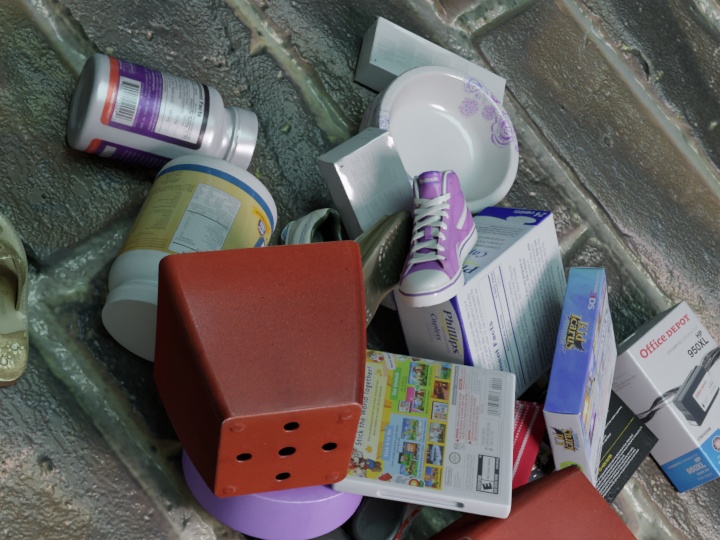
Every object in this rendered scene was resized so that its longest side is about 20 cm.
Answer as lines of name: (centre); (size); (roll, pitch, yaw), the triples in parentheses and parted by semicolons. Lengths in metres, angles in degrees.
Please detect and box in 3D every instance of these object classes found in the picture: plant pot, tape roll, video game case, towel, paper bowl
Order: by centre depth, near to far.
plant pot: (-0.089, 0.107, 1.398); (0.199, 0.200, 0.176); (-5, 49, -15)
video game case: (0.071, 0.168, 1.504); (0.182, 0.023, 0.200); (9, 40, 0)
tape roll: (-0.086, 0.188, 1.509); (0.200, 0.066, 0.200); (9, 41, -8)
plant pot: (0.192, 0.329, 1.545); (0.176, 0.200, 0.200); (-38, 89, -30)
towel: (0.112, 0.203, 1.623); (0.200, 0.145, 0.022); (9, 21, -18)
video game case: (0.258, 0.128, 1.661); (0.045, 0.181, 0.200); (4, 54, 17)
paper bowl: (0.091, -0.149, 1.795); (0.200, 0.104, 0.201); (9, 68, -22)

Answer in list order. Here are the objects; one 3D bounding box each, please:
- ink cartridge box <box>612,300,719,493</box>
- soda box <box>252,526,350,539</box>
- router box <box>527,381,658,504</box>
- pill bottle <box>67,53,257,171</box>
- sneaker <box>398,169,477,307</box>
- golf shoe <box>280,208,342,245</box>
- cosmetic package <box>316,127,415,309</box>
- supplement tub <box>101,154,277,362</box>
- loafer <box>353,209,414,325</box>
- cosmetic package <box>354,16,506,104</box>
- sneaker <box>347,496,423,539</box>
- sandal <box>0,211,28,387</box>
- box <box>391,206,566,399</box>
ink cartridge box: (0.418, 0.162, 1.850); (0.145, 0.084, 0.200); (-34, 85, -37)
soda box: (-0.023, 0.341, 1.515); (0.063, 0.071, 0.200); (-35, 86, -39)
router box: (0.260, 0.222, 1.749); (0.149, 0.051, 0.200); (47, 53, 0)
pill bottle: (-0.224, -0.168, 1.626); (0.200, 0.111, 0.112); (15, 60, -24)
sneaker: (0.075, -0.045, 1.580); (0.201, 0.072, 0.114); (-68, 146, -58)
golf shoe: (-0.047, 0.022, 1.644); (0.078, 0.097, 0.200); (3, 67, -30)
cosmetic package: (0.026, -0.061, 1.683); (0.082, 0.051, 0.200); (-33, 116, -22)
supplement tub: (-0.186, -0.010, 1.549); (0.144, 0.145, 0.200); (30, 56, -14)
loafer: (0.000, 0.000, 1.590); (0.200, 0.067, 0.076); (-51, 137, -40)
cosmetic package: (0.093, -0.252, 1.887); (0.200, 0.051, 0.083); (24, 54, -18)
sneaker: (0.052, 0.234, 1.578); (0.067, 0.108, 0.201); (35, 68, 8)
sandal: (-0.372, 0.010, 1.478); (0.077, 0.070, 0.212); (0, 67, -30)
box: (0.150, 0.050, 1.687); (0.200, 0.105, 0.184); (-37, 122, -38)
